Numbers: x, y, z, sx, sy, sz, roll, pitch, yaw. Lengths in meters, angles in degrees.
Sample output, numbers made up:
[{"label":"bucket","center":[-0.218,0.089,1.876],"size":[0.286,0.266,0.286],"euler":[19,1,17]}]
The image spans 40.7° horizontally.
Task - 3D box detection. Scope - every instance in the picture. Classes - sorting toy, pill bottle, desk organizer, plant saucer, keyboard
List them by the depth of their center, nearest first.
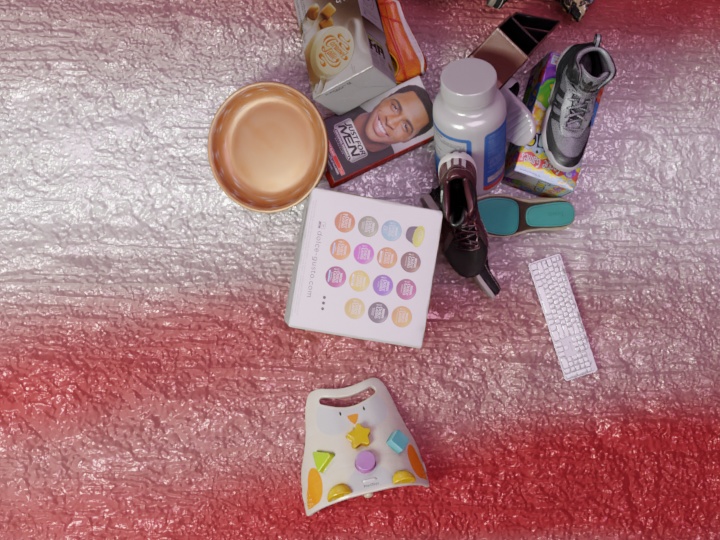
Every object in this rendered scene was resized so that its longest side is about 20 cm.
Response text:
[{"label":"pill bottle","center":[0.165,-0.216,1.465],"size":[0.111,0.201,0.113],"euler":[-3,51,4]},{"label":"sorting toy","center":[-0.006,0.262,1.502],"size":[0.198,0.107,0.181],"euler":[-12,68,-8]},{"label":"plant saucer","center":[-0.140,-0.190,1.504],"size":[0.198,0.037,0.202],"euler":[2,96,17]},{"label":"desk organizer","center":[0.241,-0.359,1.515],"size":[0.072,0.077,0.200],"euler":[44,39,-2]},{"label":"keyboard","center":[0.330,0.076,1.586],"size":[0.056,0.011,0.202],"euler":[-17,88,-8]}]

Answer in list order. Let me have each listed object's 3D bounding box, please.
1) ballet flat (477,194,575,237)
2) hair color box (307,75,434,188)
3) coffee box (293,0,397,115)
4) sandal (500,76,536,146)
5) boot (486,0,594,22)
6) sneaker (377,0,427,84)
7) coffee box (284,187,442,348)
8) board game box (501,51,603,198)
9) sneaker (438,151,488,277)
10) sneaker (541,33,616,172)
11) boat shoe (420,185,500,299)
[{"label":"ballet flat","center":[0.247,-0.089,1.551],"size":[0.198,0.069,0.070],"euler":[2,85,-20]},{"label":"hair color box","center":[0.023,-0.220,1.544],"size":[0.199,0.061,0.102],"euler":[-27,89,-9]},{"label":"coffee box","center":[-0.025,-0.358,1.487],"size":[0.114,0.080,0.202],"euler":[-21,67,27]},{"label":"sandal","center":[0.229,-0.265,1.540],"size":[0.059,0.080,0.207],"euler":[-4,44,-32]},{"label":"boot","center":[0.303,-0.459,1.566],"size":[0.150,0.073,0.200],"euler":[37,56,1]},{"label":"sneaker","center":[0.037,-0.395,1.556],"size":[0.077,0.073,0.201],"euler":[-24,86,3]},{"label":"coffee box","center":[0.000,0.000,1.455],"size":[0.196,0.200,0.202],"euler":[10,87,-6]},{"label":"board game box","center":[0.307,-0.229,1.558],"size":[0.102,0.105,0.202],"euler":[18,83,-5]},{"label":"sneaker","center":[0.144,-0.064,1.424],"size":[0.075,0.116,0.201],"euler":[-8,114,10]},{"label":"sneaker","center":[0.326,-0.254,1.452],"size":[0.075,0.114,0.202],"euler":[10,85,-5]},{"label":"boat shoe","center":[0.172,-0.049,1.548],"size":[0.060,0.074,0.201],"euler":[-33,82,-3]}]
